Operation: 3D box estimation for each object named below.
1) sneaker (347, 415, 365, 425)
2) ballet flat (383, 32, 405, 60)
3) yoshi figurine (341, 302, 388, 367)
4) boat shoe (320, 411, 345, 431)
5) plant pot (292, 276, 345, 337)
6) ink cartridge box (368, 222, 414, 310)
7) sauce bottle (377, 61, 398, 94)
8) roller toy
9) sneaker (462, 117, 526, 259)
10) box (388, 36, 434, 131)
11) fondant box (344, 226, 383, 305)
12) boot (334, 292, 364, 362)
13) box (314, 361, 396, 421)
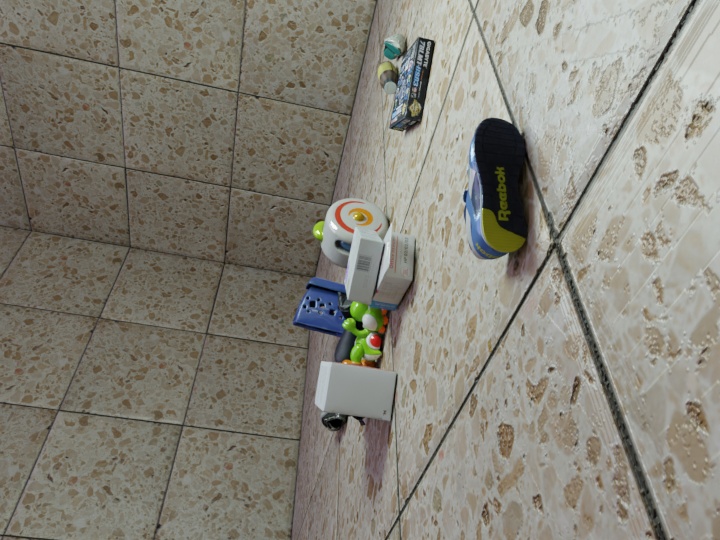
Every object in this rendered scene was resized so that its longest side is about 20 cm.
[{"bbox_3d":[-0.011,0.332,1.542,0.141,0.077,0.200,69,-162,6],"label":"sneaker"},{"bbox_3d":[0.111,-0.734,1.919,0.200,0.071,0.072,-118,38,-76],"label":"ballet flat"},{"bbox_3d":[0.006,0.155,1.507,0.112,0.111,0.202,-89,13,-82],"label":"yoshi figurine"},{"bbox_3d":[-0.089,0.482,1.912,0.200,0.070,0.064,115,164,-56],"label":"boat shoe"},{"bbox_3d":[-0.132,0.133,2.187,0.200,0.198,0.182,138,146,-78],"label":"plant pot"},{"bbox_3d":[0.074,-0.005,1.331,0.200,0.067,0.116,112,166,-60],"label":"ink cartridge box"},{"bbox_3d":[0.090,-0.624,1.927,0.201,0.064,0.065,-90,12,-56],"label":"sauce bottle"},{"bbox_3d":[-0.014,-0.109,1.678,0.183,0.199,0.140,52,145,29],"label":"roller toy"},{"bbox_3d":[0.169,-0.106,0.776,0.082,0.073,0.202,114,164,-68],"label":"sneaker"},{"bbox_3d":[0.130,-0.475,1.540,0.200,0.049,0.201,-148,67,-81],"label":"box"},{"bbox_3d":[0.005,-0.016,1.394,0.200,0.058,0.146,-105,26,-79],"label":"fondant box"},{"bbox_3d":[-0.032,0.146,1.592,0.169,0.076,0.201,70,-142,-51],"label":"boot"},{"bbox_3d":[-0.016,0.270,1.351,0.200,0.151,0.107,142,138,-77],"label":"box"}]
